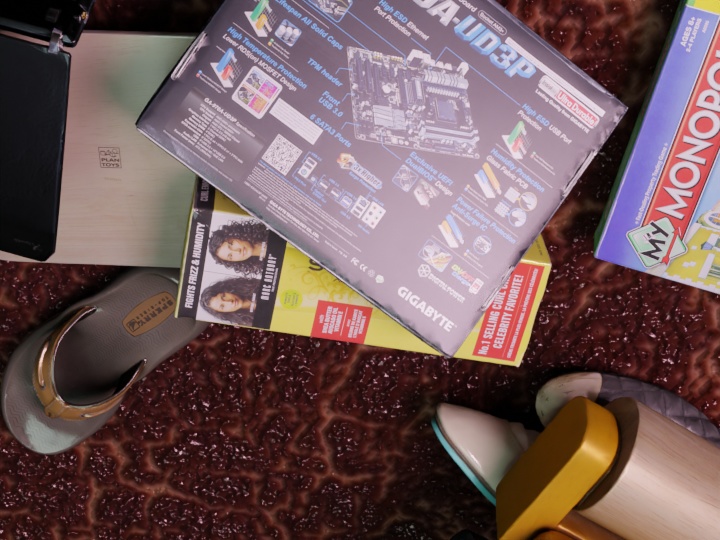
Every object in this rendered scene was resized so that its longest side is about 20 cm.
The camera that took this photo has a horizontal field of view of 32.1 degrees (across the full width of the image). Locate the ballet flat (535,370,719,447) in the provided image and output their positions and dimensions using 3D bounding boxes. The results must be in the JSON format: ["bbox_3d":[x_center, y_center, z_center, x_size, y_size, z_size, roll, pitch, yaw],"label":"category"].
[{"bbox_3d":[0.194,0.121,0.753,0.199,0.057,0.067,30,123,-6],"label":"ballet flat"}]

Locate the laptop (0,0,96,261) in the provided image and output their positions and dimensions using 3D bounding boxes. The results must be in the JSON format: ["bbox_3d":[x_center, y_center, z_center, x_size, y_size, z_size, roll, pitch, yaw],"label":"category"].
[{"bbox_3d":[-0.215,-0.134,0.654,0.176,0.201,0.103,15,156,4],"label":"laptop"}]

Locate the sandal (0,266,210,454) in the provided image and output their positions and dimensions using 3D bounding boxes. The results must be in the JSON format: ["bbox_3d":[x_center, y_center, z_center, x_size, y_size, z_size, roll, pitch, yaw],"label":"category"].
[{"bbox_3d":[-0.170,0.062,0.807,0.199,0.055,0.082,-33,109,29],"label":"sandal"}]

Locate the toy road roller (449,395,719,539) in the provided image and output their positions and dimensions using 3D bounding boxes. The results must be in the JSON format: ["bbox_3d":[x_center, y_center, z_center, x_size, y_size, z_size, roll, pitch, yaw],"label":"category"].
[{"bbox_3d":[0.129,0.185,0.686,0.122,0.146,0.201,28,115,-12],"label":"toy road roller"}]

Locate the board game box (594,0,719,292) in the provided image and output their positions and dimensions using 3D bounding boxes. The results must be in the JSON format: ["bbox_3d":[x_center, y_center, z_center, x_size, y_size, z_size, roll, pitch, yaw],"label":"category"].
[{"bbox_3d":[0.213,-0.076,0.633,0.134,0.029,0.201,15,124,3],"label":"board game box"}]

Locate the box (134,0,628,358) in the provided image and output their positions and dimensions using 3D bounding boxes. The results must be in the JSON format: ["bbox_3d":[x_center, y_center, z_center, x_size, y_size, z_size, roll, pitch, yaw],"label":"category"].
[{"bbox_3d":[0.011,-0.077,0.634,0.199,0.046,0.159,36,89,-10],"label":"box"}]

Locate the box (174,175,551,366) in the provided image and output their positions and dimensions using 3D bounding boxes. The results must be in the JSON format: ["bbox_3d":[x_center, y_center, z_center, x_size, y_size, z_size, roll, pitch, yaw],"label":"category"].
[{"bbox_3d":[0.000,0.000,0.700,0.198,0.050,0.076,9,120,-10],"label":"box"}]

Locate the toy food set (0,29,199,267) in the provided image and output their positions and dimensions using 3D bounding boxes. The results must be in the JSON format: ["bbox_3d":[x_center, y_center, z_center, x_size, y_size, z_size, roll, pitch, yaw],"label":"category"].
[{"bbox_3d":[-0.137,-0.079,0.717,0.198,0.061,0.144,2,122,3],"label":"toy food set"}]

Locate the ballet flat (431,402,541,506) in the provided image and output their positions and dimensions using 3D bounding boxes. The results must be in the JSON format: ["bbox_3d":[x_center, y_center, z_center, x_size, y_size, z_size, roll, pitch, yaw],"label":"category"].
[{"bbox_3d":[0.121,0.145,0.789,0.069,0.070,0.200,-26,114,26],"label":"ballet flat"}]
